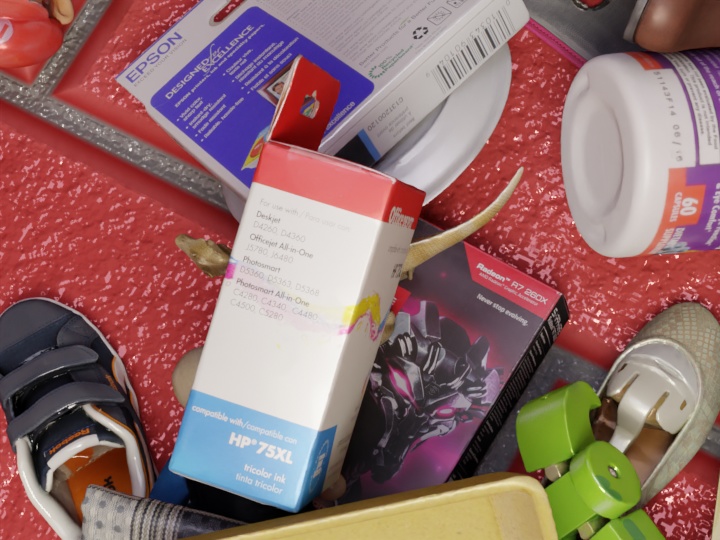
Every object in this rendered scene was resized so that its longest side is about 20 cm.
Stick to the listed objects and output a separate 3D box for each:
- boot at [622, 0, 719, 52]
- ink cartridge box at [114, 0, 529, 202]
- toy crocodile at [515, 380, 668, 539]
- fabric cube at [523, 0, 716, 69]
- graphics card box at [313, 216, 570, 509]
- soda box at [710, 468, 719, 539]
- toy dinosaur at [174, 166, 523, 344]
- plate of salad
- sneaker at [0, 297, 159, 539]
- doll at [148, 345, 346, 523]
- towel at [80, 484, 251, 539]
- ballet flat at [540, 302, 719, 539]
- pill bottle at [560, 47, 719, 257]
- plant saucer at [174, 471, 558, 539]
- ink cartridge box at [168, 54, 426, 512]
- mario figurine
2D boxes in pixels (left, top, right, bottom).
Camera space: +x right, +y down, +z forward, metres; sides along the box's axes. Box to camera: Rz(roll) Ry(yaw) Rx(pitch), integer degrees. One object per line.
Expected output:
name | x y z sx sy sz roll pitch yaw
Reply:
boot | 0.253 -0.107 0.798 0.200 0.069 0.188 42 39 24
ink cartridge box | -0.030 -0.135 0.959 0.198 0.043 0.200 -43 45 -6
toy crocodile | 0.136 0.150 0.795 0.068 0.062 0.200 -44 67 36
fabric cube | 0.166 -0.252 0.921 0.199 0.200 0.196 -45 66 -8
graphics card box | 0.020 0.072 0.913 0.125 0.051 0.200 30 79 21
soda box | 0.230 0.093 0.851 0.064 0.068 0.201 6 71 15
toy dinosaur | 0.000 0.000 0.862 0.199 0.101 0.058 -8 65 12
plate of salad | 0.005 -0.089 0.965 0.199 0.048 0.201 -18 47 20
sneaker | -0.172 0.089 0.933 0.078 0.079 0.200 -34 65 -1
doll | -0.062 0.139 0.855 0.136 0.048 0.201 -14 96 25
towel | -0.070 0.227 0.841 0.192 0.035 0.201 12 105 13
ballet flat | 0.148 0.099 0.869 0.067 0.062 0.200 29 78 20
pill bottle | 0.222 -0.069 0.867 0.199 0.111 0.112 -5 67 -15
plant saucer | 0.008 0.183 0.747 0.199 0.201 0.049 -12 28 8
ink cartridge box | -0.022 0.006 0.759 0.067 0.116 0.201 17 93 8
mario figurine | -0.226 -0.228 1.042 0.123 0.106 0.201 -20 53 41
